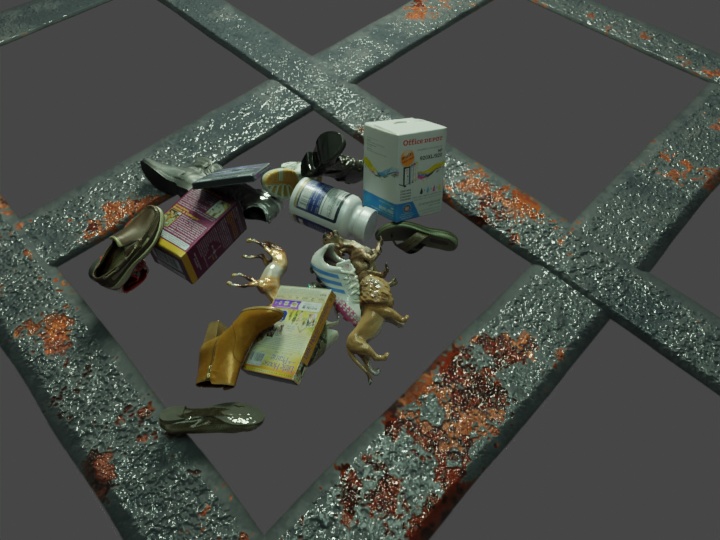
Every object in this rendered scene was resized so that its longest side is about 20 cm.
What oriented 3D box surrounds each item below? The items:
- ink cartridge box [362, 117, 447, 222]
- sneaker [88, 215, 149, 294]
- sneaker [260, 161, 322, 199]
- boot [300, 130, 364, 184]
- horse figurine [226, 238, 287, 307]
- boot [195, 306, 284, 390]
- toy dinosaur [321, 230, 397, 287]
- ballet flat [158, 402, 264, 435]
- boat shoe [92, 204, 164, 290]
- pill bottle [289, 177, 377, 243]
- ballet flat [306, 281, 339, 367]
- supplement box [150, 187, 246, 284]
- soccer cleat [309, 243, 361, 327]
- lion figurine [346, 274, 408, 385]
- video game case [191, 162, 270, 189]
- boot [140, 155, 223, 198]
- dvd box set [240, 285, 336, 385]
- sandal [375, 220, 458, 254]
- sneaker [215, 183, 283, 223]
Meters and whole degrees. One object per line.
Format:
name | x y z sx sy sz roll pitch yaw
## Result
ink cartridge box | 0.102 -0.242 1.274 0.145 0.204 0.144 -15 30 -29
sneaker | -0.517 -0.037 1.245 0.106 0.068 0.203 23 60 15
sneaker | -0.187 -0.232 1.363 0.087 0.077 0.199 24 26 31
boot | -0.037 -0.267 1.310 0.171 0.199 0.071 3 76 -33
horse figurine | -0.216 0.001 1.223 0.130 0.050 0.202 18 48 -3
boot | -0.239 0.159 1.075 0.198 0.071 0.146 -17 55 23
toy dinosaur | 0.000 0.000 1.210 0.133 0.086 0.203 -22 76 11
ballet flat | -0.281 0.288 1.026 0.196 0.047 0.068 0 22 -7
boat shoe | -0.494 -0.054 1.148 0.074 0.075 0.205 25 81 20
pill bottle | -0.063 -0.139 1.293 0.197 0.112 0.112 23 57 16
ballet flat | -0.080 0.111 1.144 0.074 0.068 0.203 9 50 -14
supplement box | -0.383 -0.091 1.261 0.129 0.104 0.201 27 58 21
soccer cleat | -0.032 0.031 1.155 0.201 0.087 0.070 50 36 11
lion figurine | 0.019 0.115 1.097 0.121 0.073 0.202 28 75 6
video game case | -0.301 -0.227 1.286 0.140 0.019 0.200 -7 18 4
boot | -0.461 -0.258 1.414 0.198 0.070 0.132 30 55 7
dvd box set | -0.145 0.126 1.099 0.144 0.029 0.203 1 57 35
sandal | 0.130 -0.069 1.268 0.197 0.080 0.058 10 67 6
sneaker | -0.294 -0.169 1.332 0.196 0.075 0.083 13 49 8
